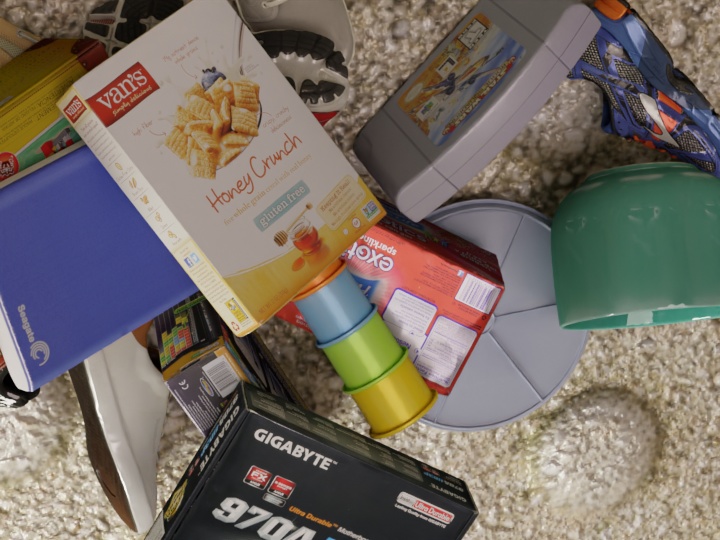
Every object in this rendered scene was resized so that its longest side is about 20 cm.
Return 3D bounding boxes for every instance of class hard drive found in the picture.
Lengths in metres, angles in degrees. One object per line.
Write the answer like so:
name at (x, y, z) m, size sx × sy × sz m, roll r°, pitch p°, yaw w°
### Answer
hard drive at (-0.170, -0.024, 1.162) m, size 0.199 × 0.025 × 0.133 m, roll -33°, pitch 117°, yaw -35°

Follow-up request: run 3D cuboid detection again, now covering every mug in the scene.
mug at (0.217, -0.017, 1.337) m, size 0.151 × 0.185 × 0.116 m, roll -2°, pitch 83°, yaw -21°

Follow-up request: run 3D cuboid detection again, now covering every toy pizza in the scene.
toy pizza at (0.093, 0.036, 1.397) m, size 0.198 × 0.032 × 0.202 m, roll -4°, pitch 109°, yaw -11°

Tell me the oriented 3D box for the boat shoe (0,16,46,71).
boat shoe at (-0.289, -0.190, 1.194) m, size 0.200 × 0.072 × 0.076 m, roll 40°, pitch 84°, yaw -37°

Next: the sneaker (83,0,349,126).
sneaker at (-0.108, -0.140, 1.254) m, size 0.198 × 0.085 × 0.078 m, roll 15°, pitch 66°, yaw -4°

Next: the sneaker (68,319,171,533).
sneaker at (-0.171, 0.117, 1.340) m, size 0.084 × 0.073 × 0.201 m, roll -26°, pitch 128°, yaw -27°

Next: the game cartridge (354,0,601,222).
game cartridge at (0.084, -0.133, 1.272) m, size 0.041 × 0.133 × 0.200 m, roll 40°, pitch 97°, yaw -25°

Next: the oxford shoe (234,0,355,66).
oxford shoe at (-0.063, -0.220, 1.241) m, size 0.075 × 0.058 × 0.201 m, roll -32°, pitch 118°, yaw -5°

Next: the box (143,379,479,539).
box at (-0.039, 0.189, 1.234) m, size 0.199 × 0.046 × 0.160 m, roll 27°, pitch 107°, yaw -21°

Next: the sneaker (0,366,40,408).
sneaker at (-0.259, 0.015, 1.261) m, size 0.097 × 0.071 × 0.202 m, roll 20°, pitch 111°, yaw 14°

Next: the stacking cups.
stacking cups at (-0.016, 0.022, 1.231) m, size 0.060 × 0.061 × 0.201 m, roll -30°, pitch 101°, yaw -1°

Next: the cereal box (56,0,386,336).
cereal box at (-0.091, -0.076, 1.158) m, size 0.200 × 0.039 × 0.144 m, roll 52°, pitch 55°, yaw -6°

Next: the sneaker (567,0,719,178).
sneaker at (0.230, -0.128, 1.355) m, size 0.078 × 0.075 × 0.200 m, roll -39°, pitch 108°, yaw 13°

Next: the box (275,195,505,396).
box at (0.000, 0.000, 1.302) m, size 0.199 × 0.096 × 0.100 m, roll 25°, pitch 104°, yaw -7°

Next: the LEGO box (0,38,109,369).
LEGO box at (-0.236, -0.045, 1.168) m, size 0.200 × 0.077 × 0.150 m, roll -41°, pitch 122°, yaw -31°

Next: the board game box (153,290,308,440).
board game box at (-0.084, 0.106, 1.305) m, size 0.056 × 0.166 × 0.201 m, roll -31°, pitch 116°, yaw 2°
